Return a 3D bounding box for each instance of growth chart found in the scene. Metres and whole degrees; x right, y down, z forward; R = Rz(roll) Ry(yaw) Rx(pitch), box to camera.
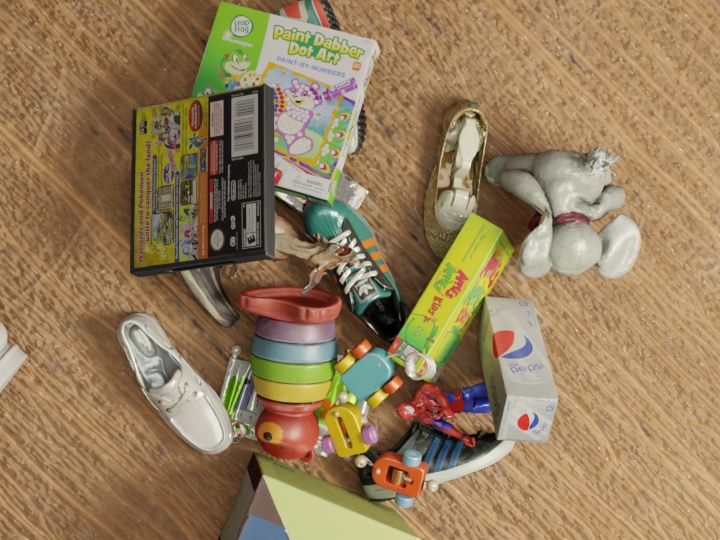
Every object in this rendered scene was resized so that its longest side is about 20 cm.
[{"bbox_3d":[-0.080,0.158,1.775,0.198,0.018,0.146,10,88,-8],"label":"growth chart"}]

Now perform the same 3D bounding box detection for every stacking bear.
[{"bbox_3d":[-0.083,0.128,1.713,0.121,0.114,0.202,9,101,23],"label":"stacking bear"}]

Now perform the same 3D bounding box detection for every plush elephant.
[{"bbox_3d":[0.246,-0.059,1.726,0.163,0.200,0.156,10,85,-15],"label":"plush elephant"}]

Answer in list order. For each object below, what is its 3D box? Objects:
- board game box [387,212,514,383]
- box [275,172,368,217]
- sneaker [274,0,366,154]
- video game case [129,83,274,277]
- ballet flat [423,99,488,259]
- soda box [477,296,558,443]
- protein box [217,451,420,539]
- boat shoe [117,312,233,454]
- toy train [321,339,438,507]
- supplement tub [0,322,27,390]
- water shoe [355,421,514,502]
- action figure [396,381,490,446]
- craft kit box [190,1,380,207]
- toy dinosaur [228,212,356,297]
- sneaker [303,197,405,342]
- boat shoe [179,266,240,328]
[{"bbox_3d":[0.111,0.037,1.751,0.047,0.102,0.201,30,86,19],"label":"board game box"},{"bbox_3d":[-0.092,-0.124,1.754,0.199,0.050,0.076,34,87,-6],"label":"box"},{"bbox_3d":[-0.057,-0.232,1.758,0.093,0.070,0.201,-16,95,11],"label":"sneaker"},{"bbox_3d":[-0.181,-0.102,1.639,0.179,0.025,0.202,-7,75,24],"label":"video game case"},{"bbox_3d":[0.119,-0.112,1.773,0.070,0.065,0.202,5,90,-7],"label":"ballet flat"},{"bbox_3d":[0.185,0.115,1.716,0.063,0.201,0.069,5,124,-6],"label":"soda box"},{"bbox_3d":[-0.057,0.323,1.686,0.197,0.200,0.136,23,88,-7],"label":"protein box"},{"bbox_3d":[-0.228,0.140,1.721,0.071,0.069,0.200,-39,90,0],"label":"boat shoe"},{"bbox_3d":[0.033,0.173,1.704,0.149,0.056,0.202,12,111,15],"label":"toy train"},{"bbox_3d":[-0.500,0.084,1.655,0.200,0.144,0.145,39,86,-6],"label":"supplement tub"},{"bbox_3d":[0.093,0.221,1.770,0.199,0.071,0.079,-19,89,-8],"label":"water shoe"},{"bbox_3d":[0.145,0.170,1.744,0.198,0.099,0.066,-6,123,-16],"label":"action figure"},{"bbox_3d":[-0.099,-0.197,1.691,0.198,0.049,0.199,15,81,11],"label":"craft kit box"},{"bbox_3d":[-0.100,-0.036,1.689,0.135,0.200,0.086,17,105,-34],"label":"toy dinosaur"},{"bbox_3d":[0.000,0.000,1.719,0.071,0.080,0.201,-31,116,7],"label":"sneaker"},{"bbox_3d":[-0.194,-0.027,1.730,0.073,0.074,0.201,-31,95,-6],"label":"boat shoe"}]
